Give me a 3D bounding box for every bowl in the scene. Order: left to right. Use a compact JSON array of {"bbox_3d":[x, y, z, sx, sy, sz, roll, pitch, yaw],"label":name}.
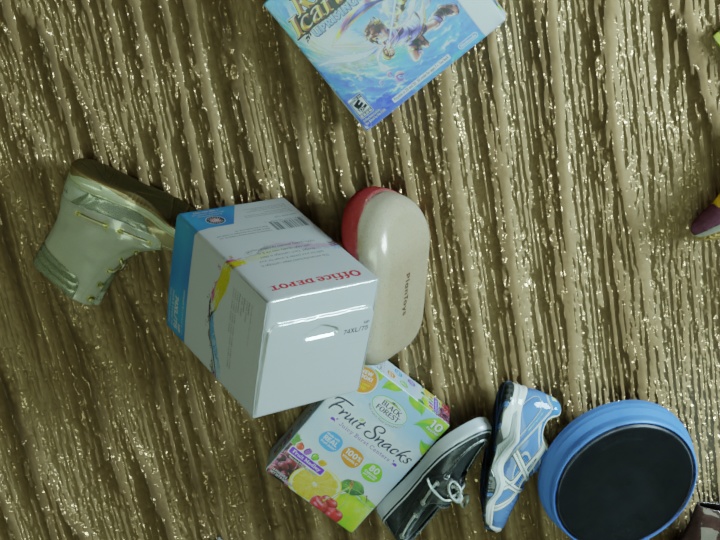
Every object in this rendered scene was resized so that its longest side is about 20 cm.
[{"bbox_3d":[0.315,0.253,1.562,0.198,0.039,0.203,-5,117,-10],"label":"bowl"}]

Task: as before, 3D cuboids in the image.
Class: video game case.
[{"bbox_3d":[0.026,-0.283,1.392,0.199,0.046,0.182,-37,104,17],"label":"video game case"}]

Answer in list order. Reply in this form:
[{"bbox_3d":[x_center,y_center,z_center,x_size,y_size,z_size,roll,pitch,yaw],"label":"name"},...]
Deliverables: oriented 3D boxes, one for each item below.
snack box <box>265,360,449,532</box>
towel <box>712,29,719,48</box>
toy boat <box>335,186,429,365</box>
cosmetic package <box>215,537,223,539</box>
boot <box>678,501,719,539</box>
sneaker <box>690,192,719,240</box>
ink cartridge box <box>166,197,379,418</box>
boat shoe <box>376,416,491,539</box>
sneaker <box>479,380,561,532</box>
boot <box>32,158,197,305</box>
[{"bbox_3d":[-0.005,0.208,1.589,0.142,0.053,0.200,37,110,-11],"label":"snack box"},{"bbox_3d":[0.480,-0.280,1.373,0.199,0.018,0.086,-39,105,17],"label":"towel"},{"bbox_3d":[0.000,0.000,1.483,0.129,0.130,0.203,18,116,29],"label":"toy boat"},{"bbox_3d":[-0.145,0.457,1.673,0.199,0.107,0.090,40,110,-10],"label":"cosmetic package"},{"bbox_3d":[0.400,0.360,1.613,0.197,0.073,0.169,7,112,-6],"label":"boot"},{"bbox_3d":[0.442,-0.109,1.424,0.199,0.075,0.091,-34,74,28],"label":"sneaker"},{"bbox_3d":[-0.100,0.036,1.418,0.145,0.200,0.148,-11,125,-34],"label":"ink cartridge box"},{"bbox_3d":[0.100,0.262,1.580,0.199,0.073,0.068,-46,61,20],"label":"boat shoe"},{"bbox_3d":[0.191,0.236,1.572,0.076,0.076,0.203,9,114,-4],"label":"sneaker"},{"bbox_3d":[-0.273,-0.022,1.508,0.198,0.072,0.156,28,113,-6],"label":"boot"}]
